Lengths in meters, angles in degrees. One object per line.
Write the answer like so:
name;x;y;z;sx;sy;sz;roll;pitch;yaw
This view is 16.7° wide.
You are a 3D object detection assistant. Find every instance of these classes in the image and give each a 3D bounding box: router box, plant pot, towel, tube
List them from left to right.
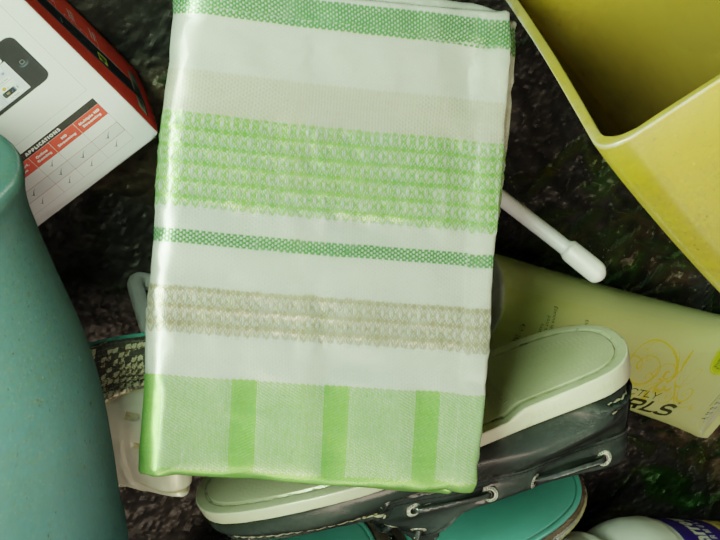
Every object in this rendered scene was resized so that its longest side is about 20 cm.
router box;-0.211;-0.060;0.962;0.199;0.049;0.180;-35;133;9
plant pot;-0.187;0.047;0.911;0.199;0.200;0.189;-9;116;-15
towel;-0.015;-0.014;0.986;0.148;0.031;0.202;6;88;-19
tube;0.125;0.036;1.186;0.199;0.052;0.058;17;164;-38
plant pot;0.199;-0.071;0.987;0.199;0.200;0.177;-32;116;6

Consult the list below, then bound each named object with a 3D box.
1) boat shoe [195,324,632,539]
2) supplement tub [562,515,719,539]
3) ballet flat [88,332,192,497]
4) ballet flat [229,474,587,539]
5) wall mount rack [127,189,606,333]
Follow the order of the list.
boat shoe;0.029;0.087;1.070;0.198;0.075;0.066;-22;120;-12
supplement tub;0.182;0.203;1.283;0.199;0.146;0.146;6;126;-26
ballet flat;-0.054;0.058;1.018;0.198;0.076;0.068;-11;130;-9
ballet flat;0.015;0.137;1.223;0.199;0.072;0.072;-17;133;-8
wall mount rack;0.000;0.000;1.082;0.173;0.075;0.200;19;120;-34
